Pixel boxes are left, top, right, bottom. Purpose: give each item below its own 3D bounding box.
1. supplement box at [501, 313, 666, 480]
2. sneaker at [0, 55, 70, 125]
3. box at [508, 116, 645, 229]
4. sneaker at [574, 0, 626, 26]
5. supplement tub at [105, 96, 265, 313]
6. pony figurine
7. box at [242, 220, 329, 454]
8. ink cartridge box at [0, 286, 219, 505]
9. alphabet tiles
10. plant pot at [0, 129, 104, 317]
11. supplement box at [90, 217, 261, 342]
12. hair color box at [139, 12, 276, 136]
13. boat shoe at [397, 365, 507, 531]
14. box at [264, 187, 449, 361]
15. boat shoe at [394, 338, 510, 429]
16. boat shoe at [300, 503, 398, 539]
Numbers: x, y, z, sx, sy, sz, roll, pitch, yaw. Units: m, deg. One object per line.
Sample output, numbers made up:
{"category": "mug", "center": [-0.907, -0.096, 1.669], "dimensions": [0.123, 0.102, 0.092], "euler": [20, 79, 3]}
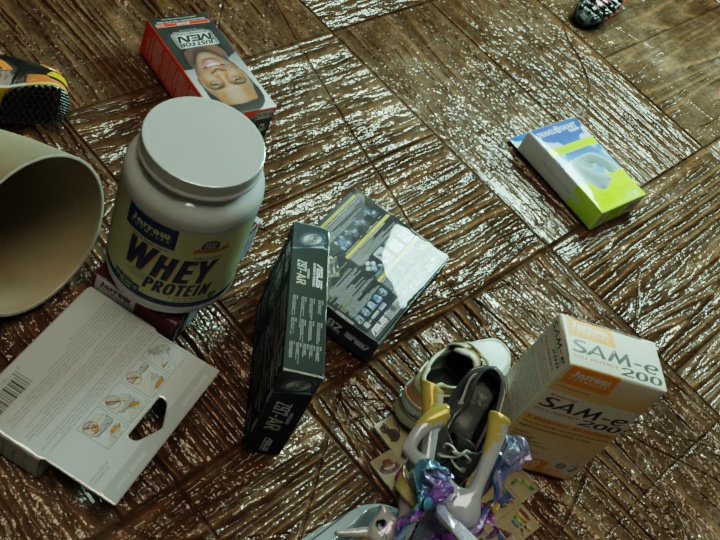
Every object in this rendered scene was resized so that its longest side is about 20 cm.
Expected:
{"category": "supplement box", "center": [0.231, 0.149, 1.092], "dimensions": [0.126, 0.200, 0.074], "euler": [16, 44, -16]}
{"category": "sneaker", "center": [-0.465, -0.232, 1.196], "dimensions": [0.199, 0.070, 0.090], "euler": [4, 36, -23]}
{"category": "box", "center": [0.340, -0.164, 1.519], "dimensions": [0.122, 0.048, 0.200], "euler": [-21, 65, -37]}
{"category": "sneaker", "center": [0.480, -0.533, 1.880], "dimensions": [0.071, 0.098, 0.200], "euler": [45, 70, -1]}
{"category": "supplement tub", "center": [-0.182, -0.065, 1.002], "dimensions": [0.144, 0.200, 0.145], "euler": [12, 49, -14]}
{"category": "pony figurine", "center": [0.091, 0.236, 0.953], "dimensions": [0.193, 0.167, 0.200], "euler": [34, 69, -10]}
{"category": "box", "center": [-0.080, 0.073, 1.045], "dimensions": [0.043, 0.160, 0.200], "euler": [14, 47, -14]}
{"category": "ink cartridge box", "center": [-0.270, 0.130, 0.990], "dimensions": [0.173, 0.044, 0.200], "euler": [33, 46, 3]}
{"category": "alphabet tiles", "center": [0.109, 0.236, 1.102], "dimensions": [0.166, 0.006, 0.200], "euler": [-24, 66, -37]}
{"category": "plant pot", "center": [-0.412, -0.082, 1.027], "dimensions": [0.200, 0.188, 0.187], "euler": [32, 44, 22]}
{"category": "supplement box", "center": [-0.212, -0.012, 1.124], "dimensions": [0.109, 0.061, 0.200], "euler": [32, 46, 3]}
{"category": "hair color box", "center": [-0.213, -0.267, 1.338], "dimensions": [0.101, 0.061, 0.200], "euler": [-20, 63, -37]}
{"category": "boat shoe", "center": [0.100, 0.189, 1.048], "dimensions": [0.072, 0.063, 0.200], "euler": [29, 73, 9]}
{"category": "box", "center": [0.000, 0.000, 1.221], "dimensions": [0.161, 0.049, 0.200], "euler": [37, 47, 5]}
{"category": "boat shoe", "center": [0.125, 0.124, 1.154], "dimensions": [0.075, 0.069, 0.200], "euler": [41, 41, 19]}
{"category": "boat shoe", "center": [-0.029, 0.278, 0.956], "dimensions": [0.200, 0.067, 0.074], "euler": [-1, 80, -55]}
